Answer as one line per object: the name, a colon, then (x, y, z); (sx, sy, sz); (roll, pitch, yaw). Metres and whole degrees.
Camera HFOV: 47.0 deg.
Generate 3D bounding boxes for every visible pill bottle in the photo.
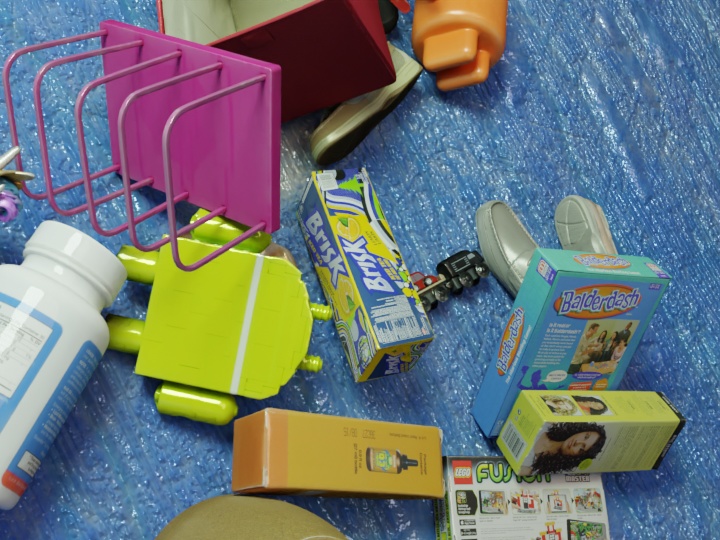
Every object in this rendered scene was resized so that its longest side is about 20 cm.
pill bottle: (-0.265, 0.068, 0.642); (0.111, 0.112, 0.203); (32, 64, -12)

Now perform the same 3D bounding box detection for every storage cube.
storage cube: (-0.079, -0.264, 0.794); (0.196, 0.180, 0.175); (-16, 73, 14)

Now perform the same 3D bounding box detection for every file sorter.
file sorter: (-0.178, -0.104, 0.675); (0.197, 0.142, 0.125); (21, 34, 28)

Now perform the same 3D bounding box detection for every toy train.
toy train: (0.061, 0.024, 0.882); (0.198, 0.034, 0.046); (-27, 81, -33)

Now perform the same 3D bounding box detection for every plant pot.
plant pot: (-0.065, 0.258, 0.630); (0.183, 0.200, 0.191); (10, 66, -24)

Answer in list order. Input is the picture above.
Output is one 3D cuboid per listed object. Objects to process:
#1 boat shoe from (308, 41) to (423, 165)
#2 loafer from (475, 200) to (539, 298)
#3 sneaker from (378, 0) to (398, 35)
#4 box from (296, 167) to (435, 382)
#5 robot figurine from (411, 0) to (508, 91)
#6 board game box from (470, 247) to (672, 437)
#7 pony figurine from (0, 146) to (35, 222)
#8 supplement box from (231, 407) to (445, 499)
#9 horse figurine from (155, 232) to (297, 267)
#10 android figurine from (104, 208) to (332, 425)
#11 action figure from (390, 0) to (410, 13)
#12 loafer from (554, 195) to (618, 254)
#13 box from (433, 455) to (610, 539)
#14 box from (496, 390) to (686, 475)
boat shoe: (-0.003, -0.187, 0.910); (0.063, 0.073, 0.201); (41, 55, 1)
loafer: (0.198, 0.006, 0.937); (0.069, 0.070, 0.203); (-27, 85, -34)
sneaker: (-0.035, -0.327, 0.934); (0.196, 0.087, 0.077); (16, 64, -22)
box: (0.000, 0.000, 0.811); (0.063, 0.070, 0.203); (-7, 60, -26)
robot figurine: (0.121, -0.317, 0.997); (0.141, 0.117, 0.204); (15, 66, -18)
board game box: (0.215, 0.079, 0.855); (0.149, 0.203, 0.045); (4, 29, -26)
pony figurine: (-0.368, -0.031, 0.625); (0.195, 0.167, 0.197); (13, 63, -3)
supplement box: (-0.016, 0.171, 0.750); (0.197, 0.068, 0.068); (13, 65, -32)
horse figurine: (-0.114, -0.003, 0.794); (0.200, 0.050, 0.133); (45, 64, -3)
android figurine: (-0.124, 0.042, 0.734); (0.195, 0.041, 0.187); (10, 85, -4)
action figure: (0.023, -0.378, 0.951); (0.099, 0.065, 0.201); (49, 13, -33)
loafer: (0.291, 0.005, 0.991); (0.062, 0.072, 0.204); (1, 68, -34)
box: (0.168, 0.249, 0.850); (0.196, 0.035, 0.113); (7, 68, -25)
box: (0.243, 0.169, 0.865); (0.196, 0.077, 0.050); (3, 31, -27)
